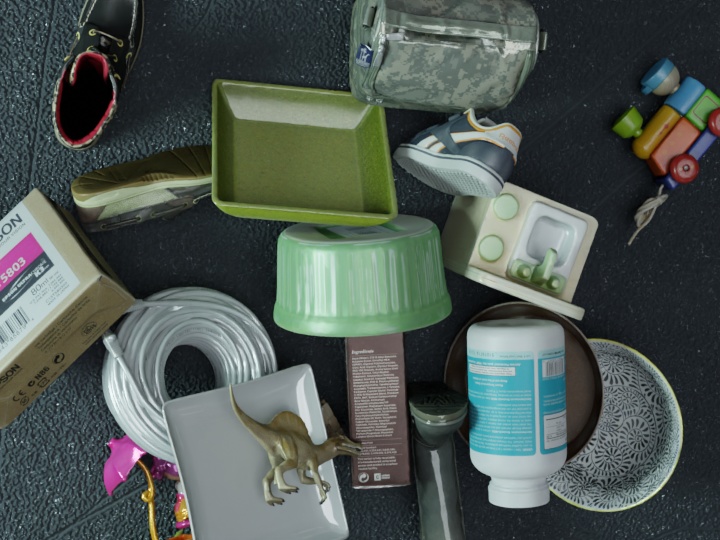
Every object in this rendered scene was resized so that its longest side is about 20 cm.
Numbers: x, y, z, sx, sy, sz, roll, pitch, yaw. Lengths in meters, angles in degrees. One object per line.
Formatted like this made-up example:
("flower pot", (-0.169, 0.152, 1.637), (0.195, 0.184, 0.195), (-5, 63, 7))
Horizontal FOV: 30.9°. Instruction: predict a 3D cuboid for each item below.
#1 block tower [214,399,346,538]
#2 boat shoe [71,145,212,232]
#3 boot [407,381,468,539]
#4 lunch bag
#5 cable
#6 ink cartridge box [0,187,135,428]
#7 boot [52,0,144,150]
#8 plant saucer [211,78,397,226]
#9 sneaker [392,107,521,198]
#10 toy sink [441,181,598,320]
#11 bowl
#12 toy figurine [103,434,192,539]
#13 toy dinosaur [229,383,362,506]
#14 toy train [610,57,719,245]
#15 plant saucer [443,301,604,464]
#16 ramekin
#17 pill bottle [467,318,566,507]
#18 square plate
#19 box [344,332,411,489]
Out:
("block tower", (-0.099, 0.221, 1.471), (0.200, 0.054, 0.058), (-38, 104, -37))
("boat shoe", (-0.221, -0.089, 1.450), (0.198, 0.073, 0.065), (-11, 126, -17))
("boot", (0.089, 0.239, 1.502), (0.072, 0.182, 0.202), (1, 94, 1))
("lunch bag", (0.087, -0.249, 1.418), (0.198, 0.168, 0.141), (5, 87, -10))
("cable", (-0.188, 0.118, 1.445), (0.198, 0.069, 0.202), (-12, 83, -33))
("ink cartridge box", (-0.363, 0.038, 1.386), (0.200, 0.165, 0.075), (-44, 146, -1))
("boot", (-0.277, -0.219, 1.371), (0.073, 0.151, 0.202), (21, 95, -13))
("plant saucer", (-0.067, -0.120, 1.432), (0.198, 0.201, 0.048), (4, 137, -11))
("sneaker", (0.112, -0.131, 1.440), (0.078, 0.200, 0.080), (37, 81, -29))
("toy sink", (0.179, -0.030, 1.459), (0.129, 0.200, 0.113), (19, 93, -12))
("bowl", (0.296, 0.177, 1.551), (0.199, 0.094, 0.203), (2, 94, 28))
("toy figurine", (-0.212, 0.259, 1.479), (0.198, 0.150, 0.186), (-15, 92, -24))
("toy dinosaur", (-0.083, 0.195, 1.396), (0.199, 0.058, 0.102), (26, 51, -39))
("toy train", (0.341, -0.144, 1.538), (0.116, 0.085, 0.200), (40, 90, -3))
("plant saucer", (0.194, 0.136, 1.529), (0.198, 0.034, 0.203), (3, 96, 28))
("ramekin", (0.000, 0.000, 1.429), (0.198, 0.200, 0.099), (-5, 102, -10))
("pill bottle", (0.176, 0.159, 1.461), (0.109, 0.111, 0.202), (-2, 94, -10))
("square plate", (-0.114, 0.219, 1.408), (0.197, 0.028, 0.202), (-12, 89, -38))
("box", (0.019, 0.139, 1.504), (0.074, 0.100, 0.202), (-4, 100, 1))
